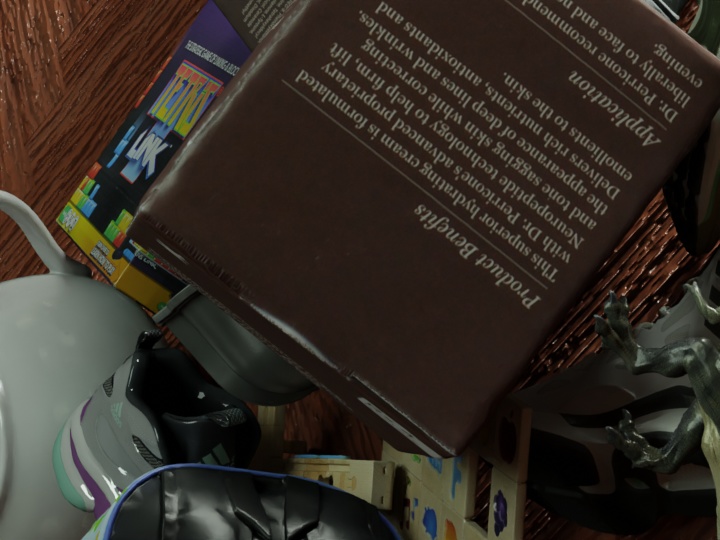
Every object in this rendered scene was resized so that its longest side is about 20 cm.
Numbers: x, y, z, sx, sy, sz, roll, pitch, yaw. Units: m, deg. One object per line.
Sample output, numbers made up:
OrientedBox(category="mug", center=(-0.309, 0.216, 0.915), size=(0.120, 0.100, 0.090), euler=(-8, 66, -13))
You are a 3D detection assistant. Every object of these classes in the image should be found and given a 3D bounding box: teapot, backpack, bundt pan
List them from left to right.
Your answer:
OrientedBox(category="teapot", center=(-0.200, 0.090, 1.614), size=(0.198, 0.146, 0.200), euler=(-53, 53, 33))
OrientedBox(category="backpack", center=(-0.065, 0.201, 1.344), size=(0.147, 0.182, 0.201), euler=(127, 149, -48))
OrientedBox(category="bundt pan", center=(0.000, 0.000, 1.429), size=(0.202, 0.076, 0.202), euler=(-33, -2, -1))

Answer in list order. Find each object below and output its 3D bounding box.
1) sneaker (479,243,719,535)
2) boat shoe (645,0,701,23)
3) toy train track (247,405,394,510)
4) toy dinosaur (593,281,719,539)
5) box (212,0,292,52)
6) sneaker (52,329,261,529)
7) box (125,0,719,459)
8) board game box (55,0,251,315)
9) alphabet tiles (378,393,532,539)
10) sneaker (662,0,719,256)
OrientedBox(category="sneaker", center=(0.135, 0.051, 1.294), size=(0.200, 0.076, 0.116), euler=(-6, 45, 57))
OrientedBox(category="boat shoe", center=(0.139, -0.154, 1.366), size=(0.068, 0.074, 0.199), euler=(-47, -4, 15))
OrientedBox(category="toy train track", center=(-0.021, 0.109, 1.478), size=(0.200, 0.032, 0.115), euler=(172, 103, -67))
OrientedBox(category="toy dinosaur", center=(0.140, 0.052, 1.157), size=(0.088, 0.047, 0.201), euler=(10, 107, 27))
OrientedBox(category="box", center=(-0.021, -0.157, 1.481), size=(0.200, 0.100, 0.075), euler=(53, 129, 18))
OrientedBox(category="sneaker", center=(-0.082, 0.122, 1.460), size=(0.200, 0.078, 0.140), euler=(58, 137, 22))
OrientedBox(category="box", center=(0.024, -0.048, 1.228), size=(0.200, 0.166, 0.164), euler=(-52, 4, -5))
OrientedBox(category="board game box", center=(-0.087, -0.063, 1.596), size=(0.166, 0.057, 0.200), euler=(-56, 19, 0))
OrientedBox(category="alphabet tiles", center=(0.039, 0.123, 1.342), size=(0.200, 0.008, 0.168), euler=(-145, 57, -71))
OrientedBox(category="sneaker", center=(0.190, -0.089, 1.294), size=(0.077, 0.088, 0.201), euler=(-105, 25, -54))
